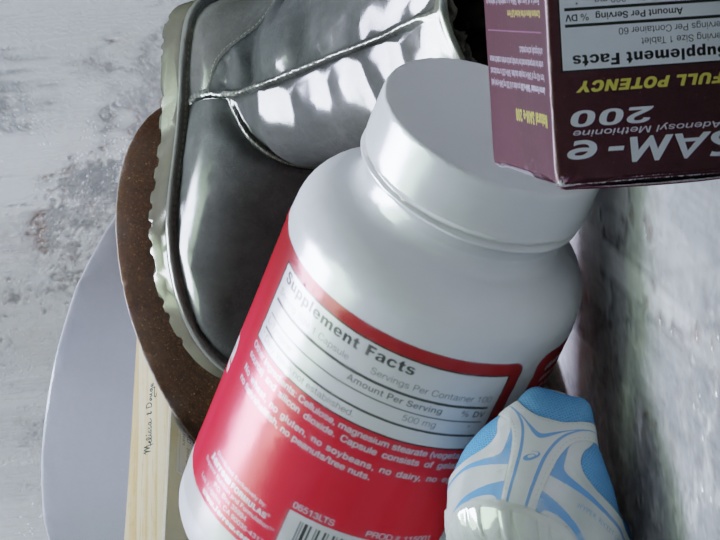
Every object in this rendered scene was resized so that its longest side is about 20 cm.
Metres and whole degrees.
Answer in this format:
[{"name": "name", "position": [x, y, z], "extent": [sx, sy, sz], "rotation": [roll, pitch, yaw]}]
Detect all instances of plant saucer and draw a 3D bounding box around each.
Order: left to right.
[{"name": "plant saucer", "position": [-0.040, 0.009, 1.224], "extent": [0.200, 0.034, 0.201], "rotation": [39, -139, -44]}]

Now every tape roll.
[{"name": "tape roll", "position": [-0.096, 0.062, 1.340], "extent": [0.200, 0.066, 0.201], "rotation": [11, -90, -77]}]

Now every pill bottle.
[{"name": "pill bottle", "position": [0.013, 0.028, 0.961], "extent": [0.112, 0.112, 0.200], "rotation": [-105, 32, -53]}]

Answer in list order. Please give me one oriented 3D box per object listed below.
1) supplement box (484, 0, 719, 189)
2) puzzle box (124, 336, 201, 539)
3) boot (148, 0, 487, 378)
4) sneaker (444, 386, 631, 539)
[{"name": "supplement box", "position": [0.069, -0.128, 0.757], "extent": [0.109, 0.061, 0.201], "rotation": [-137, 43, -81]}, {"name": "puzzle box", "position": [-0.056, 0.088, 1.207], "extent": [0.133, 0.025, 0.200], "rotation": [38, -138, -43]}, {"name": "boot", "position": [-0.003, -0.052, 1.046], "extent": [0.200, 0.072, 0.182], "rotation": [-8, 87, 45]}, {"name": "sneaker", "position": [0.070, 0.116, 0.959], "extent": [0.073, 0.072, 0.200], "rotation": [-60, -20, -30]}]
